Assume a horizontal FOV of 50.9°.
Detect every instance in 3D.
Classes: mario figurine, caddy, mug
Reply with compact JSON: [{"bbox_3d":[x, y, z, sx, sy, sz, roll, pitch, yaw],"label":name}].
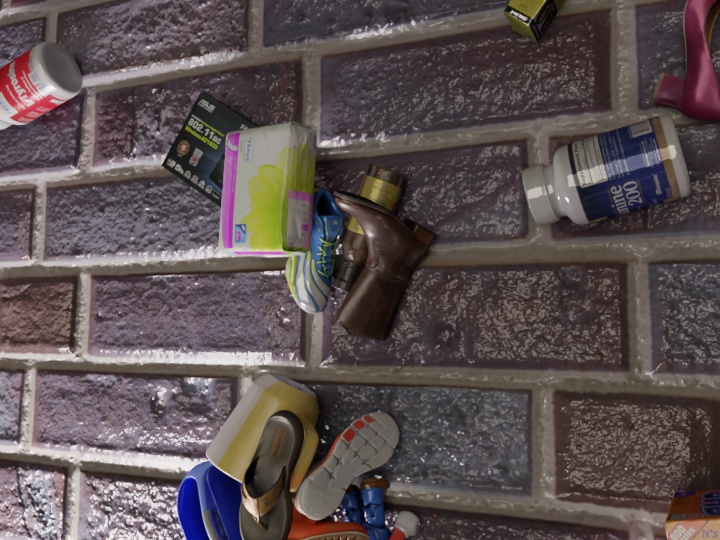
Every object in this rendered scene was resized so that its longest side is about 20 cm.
[{"bbox_3d":[0.024,0.418,1.125,0.123,0.106,0.201,-42,52,54],"label":"mario figurine"},{"bbox_3d":[-0.213,0.400,1.204,0.141,0.105,0.200,-30,73,18],"label":"caddy"},{"bbox_3d":[-0.124,0.251,1.166,0.186,0.149,0.154,24,86,27],"label":"mug"}]

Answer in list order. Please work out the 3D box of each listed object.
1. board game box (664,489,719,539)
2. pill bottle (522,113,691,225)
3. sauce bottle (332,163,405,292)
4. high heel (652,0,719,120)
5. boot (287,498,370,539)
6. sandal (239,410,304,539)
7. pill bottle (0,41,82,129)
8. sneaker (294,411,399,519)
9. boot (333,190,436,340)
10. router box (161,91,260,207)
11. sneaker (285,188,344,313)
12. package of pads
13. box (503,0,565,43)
[{"bbox_3d":[0.467,0.357,0.842,0.199,0.200,0.201,-12,79,24],"label":"board game box"},{"bbox_3d":[0.325,-0.125,1.009,0.199,0.111,0.111,-16,78,23],"label":"pill bottle"},{"bbox_3d":[0.008,-0.063,1.176,0.065,0.065,0.201,24,96,25],"label":"sauce bottle"},{"bbox_3d":[0.462,-0.299,0.983,0.096,0.067,0.201,27,101,35],"label":"high heel"},{"bbox_3d":[-0.065,0.373,1.105,0.200,0.075,0.107,-18,36,33],"label":"boot"},{"bbox_3d":[-0.128,0.293,1.043,0.081,0.055,0.201,13,87,24],"label":"sandal"},{"bbox_3d":[-0.658,-0.357,1.489,0.200,0.112,0.113,-22,76,22],"label":"pill bottle"},{"bbox_3d":[-0.028,0.283,1.119,0.077,0.200,0.082,53,149,0],"label":"sneaker"},{"bbox_3d":[0.000,0.000,1.124,0.200,0.186,0.064,-62,24,7],"label":"boot"},{"bbox_3d":[-0.228,-0.194,1.299,0.200,0.062,0.150,34,97,24],"label":"router box"},{"bbox_3d":[-0.069,-0.037,1.181,0.105,0.076,0.201,154,112,-62],"label":"sneaker"},{"bbox_3d":[-0.142,-0.123,1.167,0.154,0.068,0.201,0,87,39],"label":"package of pads"},{"bbox_3d":[0.286,-0.433,1.082,0.050,0.075,0.200,37,99,21],"label":"box"}]
